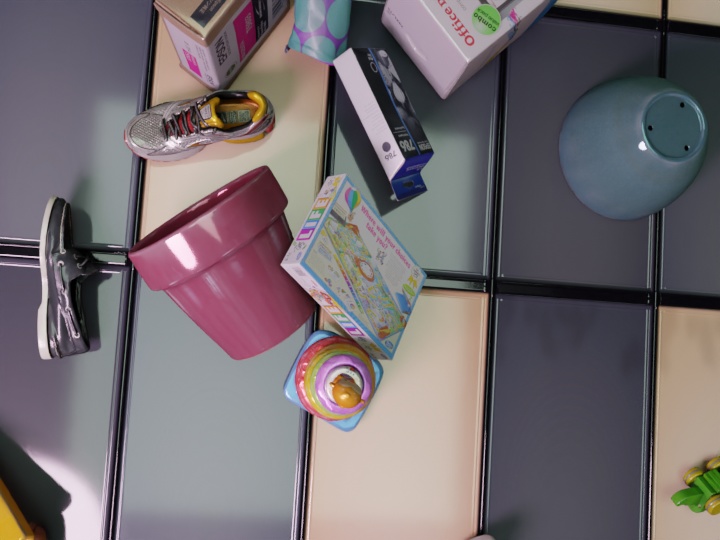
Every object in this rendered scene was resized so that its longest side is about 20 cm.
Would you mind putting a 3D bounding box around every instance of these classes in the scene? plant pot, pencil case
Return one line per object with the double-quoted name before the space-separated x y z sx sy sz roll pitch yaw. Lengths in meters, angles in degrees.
"plant pot" -0.151 0.000 0.857 0.198 0.200 0.181 -33 107 -8
"pencil case" -0.044 -0.375 0.899 0.083 0.093 0.203 9 116 -5
"plant pot" 0.390 -0.178 0.955 0.196 0.135 0.204 0 87 -7

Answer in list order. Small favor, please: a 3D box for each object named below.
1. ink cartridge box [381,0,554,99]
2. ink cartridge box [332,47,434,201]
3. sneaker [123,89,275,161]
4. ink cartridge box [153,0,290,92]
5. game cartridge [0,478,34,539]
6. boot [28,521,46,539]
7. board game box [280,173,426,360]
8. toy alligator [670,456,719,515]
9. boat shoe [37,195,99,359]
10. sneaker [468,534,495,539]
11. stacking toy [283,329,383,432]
"ink cartridge box" 0.152 -0.364 0.930 0.199 0.146 0.147 -40 91 -7
"ink cartridge box" 0.041 -0.197 0.932 0.039 0.099 0.203 -24 92 32
"sneaker" -0.209 -0.198 0.906 0.196 0.082 0.079 -16 88 -7
"ink cartridge box" -0.159 -0.326 0.861 0.075 0.200 0.166 36 83 -3
"game cartridge" -0.507 0.296 0.832 0.176 0.033 0.200 -40 69 -7
"boot" -0.357 0.415 0.861 0.152 0.074 0.204 6 85 -14
"board game box" 0.000 0.000 0.871 0.200 0.034 0.136 48 55 -35
"toy alligator" 0.523 0.298 0.984 0.197 0.060 0.055 -20 131 -9
"boat shoe" -0.363 0.010 0.877 0.065 0.074 0.204 2 87 -9
"sneaker" 0.133 0.447 0.917 0.099 0.071 0.201 40 88 -5
"stacking toy" -0.025 0.137 0.848 0.115 0.200 0.111 30 83 -3
